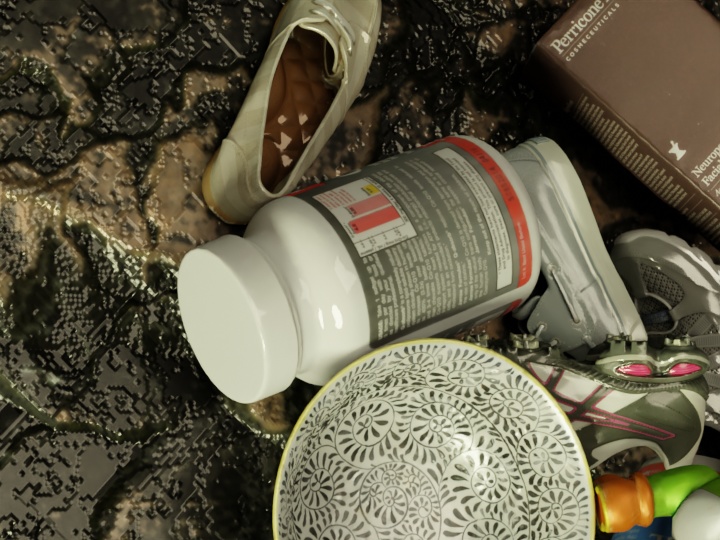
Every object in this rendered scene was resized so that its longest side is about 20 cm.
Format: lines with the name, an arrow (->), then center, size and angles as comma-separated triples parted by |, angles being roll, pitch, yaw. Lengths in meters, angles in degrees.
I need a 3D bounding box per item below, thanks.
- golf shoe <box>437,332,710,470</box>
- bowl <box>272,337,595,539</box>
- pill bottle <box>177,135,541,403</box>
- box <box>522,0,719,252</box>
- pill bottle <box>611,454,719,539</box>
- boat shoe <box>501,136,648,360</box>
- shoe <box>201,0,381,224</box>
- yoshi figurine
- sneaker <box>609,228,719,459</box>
golf shoe -> 0.114, 0.082, 1.131 | 0.198, 0.077, 0.089 | 1, 94, 6
bowl -> 0.028, 0.144, 1.083 | 0.199, 0.094, 0.203 | 3, 82, -22
pill bottle -> 0.000, 0.000, 1.097 | 0.199, 0.116, 0.117 | -21, 88, -30
box -> 0.215, -0.109, 1.222 | 0.200, 0.075, 0.100 | 42, 80, 6
pill bottle -> 0.193, 0.225, 1.145 | 0.112, 0.112, 0.201 | 32, 65, -17
boat shoe -> 0.129, 0.016, 1.197 | 0.071, 0.070, 0.202 | -23, 89, -13
shoe -> -0.031, -0.115, 1.145 | 0.070, 0.053, 0.201 | 33, 65, -17
yoshi figurine -> 0.241, 0.145, 1.091 | 0.198, 0.112, 0.113 | -13, 119, -1
sneaker -> 0.222, 0.065, 1.220 | 0.082, 0.075, 0.201 | -36, 96, -31
